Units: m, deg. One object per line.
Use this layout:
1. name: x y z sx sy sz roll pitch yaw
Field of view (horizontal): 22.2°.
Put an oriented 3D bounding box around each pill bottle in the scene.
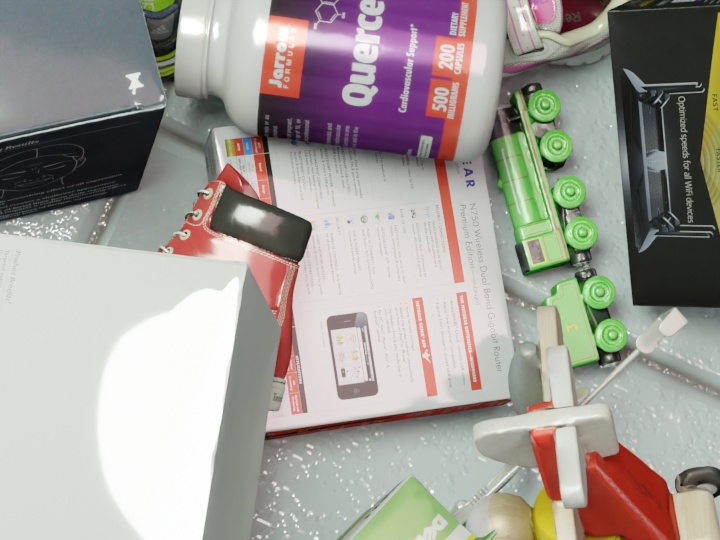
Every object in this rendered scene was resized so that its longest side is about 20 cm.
1. pill bottle: -0.012 -0.134 1.145 0.198 0.113 0.113 7 77 -1

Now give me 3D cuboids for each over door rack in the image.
1. over door rack: 0.177 0.145 1.191 0.200 0.067 0.148 -43 89 4

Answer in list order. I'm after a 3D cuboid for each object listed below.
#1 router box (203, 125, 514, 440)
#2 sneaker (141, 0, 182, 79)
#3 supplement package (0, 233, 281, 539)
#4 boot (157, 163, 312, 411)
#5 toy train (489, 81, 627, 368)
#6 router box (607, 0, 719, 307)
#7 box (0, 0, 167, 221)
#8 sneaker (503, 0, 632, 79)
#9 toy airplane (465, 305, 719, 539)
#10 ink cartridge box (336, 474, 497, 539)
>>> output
1. router box: 0.000 0.000 1.199 0.178 0.049 0.202 -6 80 -13
2. sneaker: -0.137 -0.231 1.198 0.073 0.081 0.202 -7 79 -14
3. supplement package: -0.161 0.093 1.010 0.198 0.147 0.193 7 75 7
4. boot: -0.133 0.000 1.137 0.198 0.072 0.146 9 85 8
5. toy train: 0.129 -0.028 1.239 0.056 0.042 0.202 -15 83 -4
6. router box: 0.247 -0.077 1.184 0.156 0.052 0.202 2 107 29
7. box: -0.207 -0.104 1.098 0.147 0.200 0.108 -13 82 -15
8. sneaker: 0.095 -0.168 1.232 0.199 0.088 0.082 -20 84 -15
9. toy airplane: 0.117 0.135 1.067 0.140 0.200 0.200 -22 95 28
10. ink cartridge box: 0.007 0.182 1.085 0.059 0.200 0.104 44 73 4
